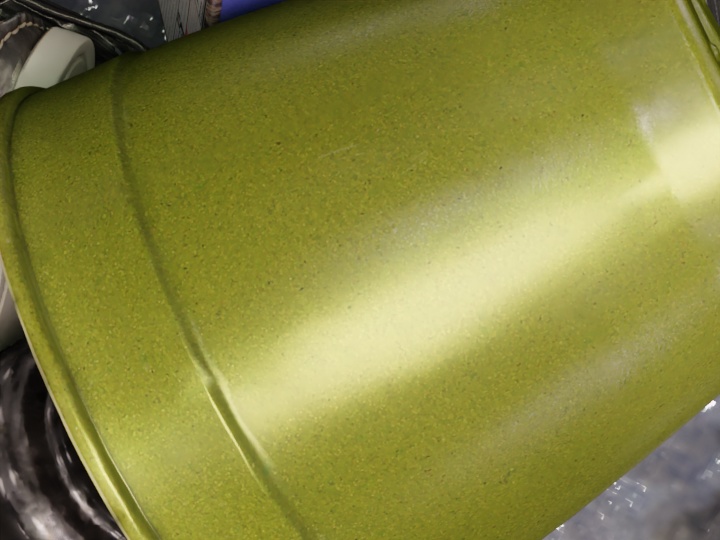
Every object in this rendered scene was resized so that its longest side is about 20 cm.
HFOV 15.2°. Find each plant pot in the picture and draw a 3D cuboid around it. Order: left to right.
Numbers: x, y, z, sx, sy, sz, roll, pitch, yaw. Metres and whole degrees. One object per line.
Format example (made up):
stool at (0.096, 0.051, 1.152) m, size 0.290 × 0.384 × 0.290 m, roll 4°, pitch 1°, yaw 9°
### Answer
plant pot at (0.027, -0.005, 0.779) m, size 0.192 × 0.200 × 0.201 m, roll -27°, pitch 103°, yaw 11°

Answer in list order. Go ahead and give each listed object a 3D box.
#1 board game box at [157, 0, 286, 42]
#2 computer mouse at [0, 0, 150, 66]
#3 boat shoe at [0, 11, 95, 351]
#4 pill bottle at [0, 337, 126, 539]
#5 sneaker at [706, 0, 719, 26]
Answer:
board game box at (-0.026, -0.166, 0.867) m, size 0.096 × 0.159 × 0.201 m, roll -11°, pitch 78°, yaw -9°
computer mouse at (-0.095, -0.160, 0.967) m, size 0.140 × 0.046 × 0.201 m, roll 28°, pitch 77°, yaw 0°
boat shoe at (-0.138, -0.020, 0.939) m, size 0.060 × 0.200 × 0.074 m, roll 25°, pitch 56°, yaw 4°
pill bottle at (-0.113, 0.090, 0.934) m, size 0.200 × 0.112 × 0.112 m, roll -35°, pitch 105°, yaw 33°
sneaker at (0.076, -0.037, 0.906) m, size 0.075 × 0.114 × 0.201 m, roll 16°, pitch 99°, yaw 21°
